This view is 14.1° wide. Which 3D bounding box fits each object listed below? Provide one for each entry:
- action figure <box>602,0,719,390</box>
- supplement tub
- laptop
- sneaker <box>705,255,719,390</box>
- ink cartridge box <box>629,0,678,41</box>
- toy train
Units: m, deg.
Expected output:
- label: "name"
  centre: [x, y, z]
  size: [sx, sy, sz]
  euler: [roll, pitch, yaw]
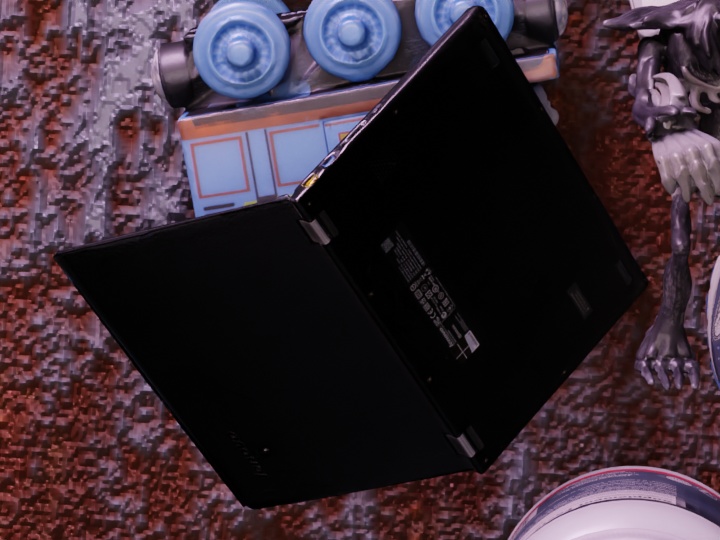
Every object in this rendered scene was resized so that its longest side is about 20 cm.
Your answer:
- label: "action figure"
  centre: [0.168, -0.051, 1.279]
  size: [0.118, 0.102, 0.201]
  euler: [-5, 108, -17]
- label: "supplement tub"
  centre: [0.122, 0.167, 1.314]
  size: [0.139, 0.200, 0.141]
  euler: [0, 93, 6]
- label: "laptop"
  centre: [0.000, 0.000, 1.363]
  size: [0.200, 0.116, 0.188]
  euler: [-47, 127, -16]
- label: "sneaker"
  centre: [0.219, -0.025, 1.353]
  size: [0.077, 0.085, 0.201]
  euler: [27, 96, 4]
- label: "ink cartridge box"
  centre: [0.174, -0.216, 1.349]
  size: [0.144, 0.083, 0.201]
  euler: [-14, 91, 6]
- label: "toy train"
  centre: [0.003, -0.083, 1.377]
  size: [0.199, 0.087, 0.115]
  euler: [-9, 101, 4]
